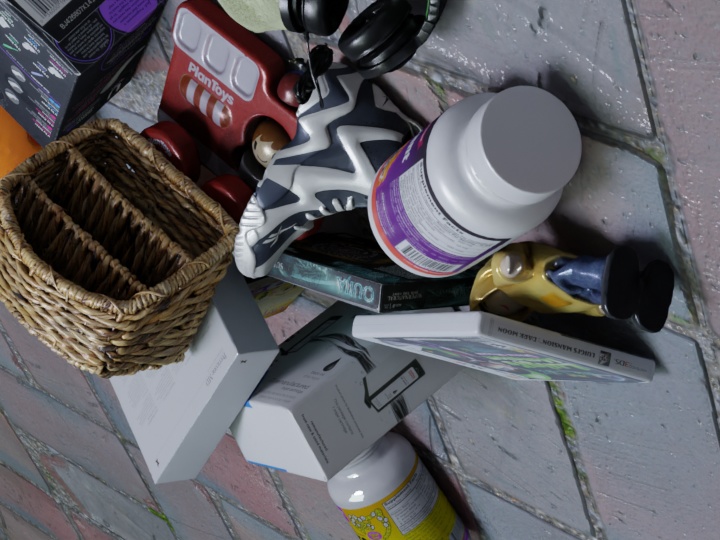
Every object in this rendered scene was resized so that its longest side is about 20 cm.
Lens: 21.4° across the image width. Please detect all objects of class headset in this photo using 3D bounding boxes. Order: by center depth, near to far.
[{"bbox_3d":[-0.006,-0.201,1.442,0.123,0.094,0.200,32,134,-2],"label":"headset"}]

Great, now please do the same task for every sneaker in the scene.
[{"bbox_3d":[-0.015,-0.060,1.588,0.129,0.200,0.079,29,-170,5],"label":"sneaker"}]

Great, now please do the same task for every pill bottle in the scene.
[{"bbox_3d":[0.088,-0.070,1.451,0.111,0.111,0.200,47,155,-4],"label":"pill bottle"},{"bbox_3d":[0.032,0.246,2.046,0.104,0.104,0.200,6,135,55],"label":"pill bottle"}]

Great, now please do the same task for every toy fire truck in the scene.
[{"bbox_3d":[-0.103,-0.127,1.683,0.200,0.112,0.169,40,135,23],"label":"toy fire truck"}]

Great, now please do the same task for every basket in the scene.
[{"bbox_3d":[-0.228,-0.024,1.645,0.200,0.142,0.149,43,119,27],"label":"basket"}]

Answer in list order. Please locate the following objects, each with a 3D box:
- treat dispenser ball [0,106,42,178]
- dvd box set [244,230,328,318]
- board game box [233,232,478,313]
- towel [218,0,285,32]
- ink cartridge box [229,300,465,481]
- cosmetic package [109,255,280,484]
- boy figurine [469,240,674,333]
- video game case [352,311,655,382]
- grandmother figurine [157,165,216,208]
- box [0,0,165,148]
[{"bbox_3d":[-0.407,-0.161,1.984,0.200,0.201,0.201,35,154,20],"label":"treat dispenser ball"},{"bbox_3d":[-0.118,0.023,1.889,0.030,0.146,0.200,67,159,10],"label":"dvd box set"},{"bbox_3d":[0.000,0.000,1.690,0.199,0.135,0.028,17,106,47],"label":"board game box"},{"bbox_3d":[-0.108,-0.276,1.531,0.200,0.036,0.148,54,153,-19],"label":"towel"},{"bbox_3d":[-0.014,0.098,1.767,0.146,0.200,0.085,2,125,56],"label":"ink cartridge box"},{"bbox_3d":[-0.161,0.077,1.746,0.200,0.051,0.151,-55,49,40],"label":"cosmetic package"},{"bbox_3d":[0.150,0.012,1.508,0.124,0.065,0.199,20,166,-36],"label":"boy figurine"},{"bbox_3d":[0.118,0.066,1.605,0.181,0.024,0.200,15,170,-29],"label":"video game case"},{"bbox_3d":[-0.181,-0.049,1.802,0.121,0.200,0.060,52,155,-14],"label":"grandmother figurine"},{"bbox_3d":[-0.274,-0.216,1.784,0.106,0.122,0.200,44,155,1],"label":"box"}]
